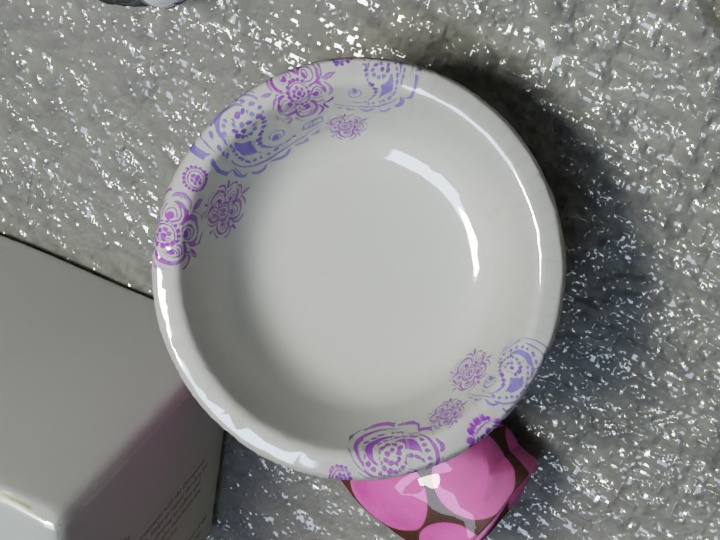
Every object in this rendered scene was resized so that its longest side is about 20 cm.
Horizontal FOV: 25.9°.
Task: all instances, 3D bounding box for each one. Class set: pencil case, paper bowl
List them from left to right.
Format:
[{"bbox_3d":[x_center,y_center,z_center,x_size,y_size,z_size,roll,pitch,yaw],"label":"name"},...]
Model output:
[{"bbox_3d":[0.000,0.080,0.882,0.200,0.091,0.094,44,134,1],"label":"pencil case"},{"bbox_3d":[0.000,0.000,0.787,0.198,0.104,0.203,0,88,1],"label":"paper bowl"}]

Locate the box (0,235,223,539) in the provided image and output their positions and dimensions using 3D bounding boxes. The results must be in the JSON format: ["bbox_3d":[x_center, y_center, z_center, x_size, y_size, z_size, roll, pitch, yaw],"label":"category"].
[{"bbox_3d":[-0.210,0.118,0.945,0.198,0.199,0.173,22,126,15],"label":"box"}]

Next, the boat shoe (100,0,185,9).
[{"bbox_3d":[-0.140,-0.224,0.787,0.056,0.069,0.202,-2,119,30],"label":"boat shoe"}]
